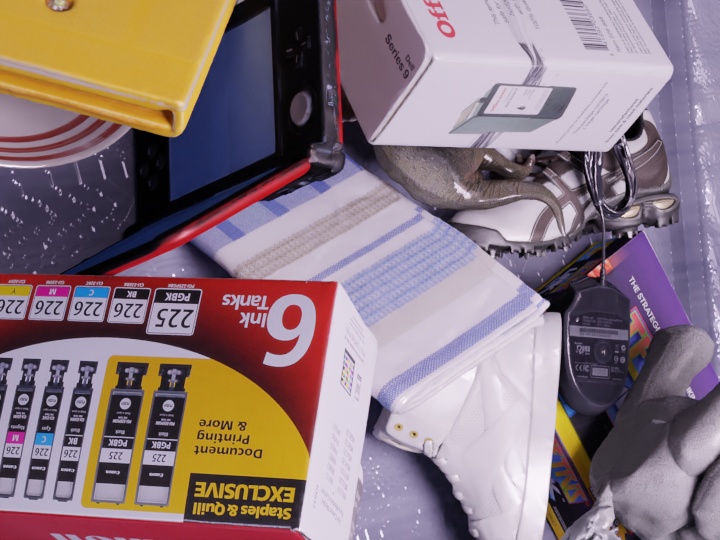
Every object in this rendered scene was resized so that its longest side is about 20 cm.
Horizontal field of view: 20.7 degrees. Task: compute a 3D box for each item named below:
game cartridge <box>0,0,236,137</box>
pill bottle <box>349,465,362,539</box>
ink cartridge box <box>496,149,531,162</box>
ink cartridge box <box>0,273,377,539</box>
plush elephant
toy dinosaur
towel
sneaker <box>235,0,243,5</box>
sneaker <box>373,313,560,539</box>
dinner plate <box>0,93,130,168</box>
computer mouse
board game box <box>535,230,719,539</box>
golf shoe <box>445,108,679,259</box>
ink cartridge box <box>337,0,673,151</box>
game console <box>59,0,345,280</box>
[{"bbox_3d":[-0.154,-0.171,1.109,0.175,0.033,0.201,15,48,3],"label":"game cartridge"},{"bbox_3d":[-0.060,0.146,1.083,0.113,0.114,0.201,25,64,-31],"label":"pill bottle"},{"bbox_3d":[0.094,-0.159,1.394,0.200,0.050,0.163,49,52,-39],"label":"ink cartridge box"},{"bbox_3d":[-0.105,0.098,1.007,0.084,0.199,0.177,58,37,-61],"label":"ink cartridge box"},{"bbox_3d":[0.232,0.154,1.267,0.155,0.165,0.200,43,75,-18],"label":"plush elephant"},{"bbox_3d":[0.046,-0.076,1.264,0.102,0.077,0.200,-22,67,-43],"label":"toy dinosaur"},{"bbox_3d":[0.000,0.000,1.209,0.200,0.024,0.147,38,47,24],"label":"towel"},{"bbox_3d":[-0.072,-0.150,1.223,0.083,0.077,0.201,-2,96,-36],"label":"sneaker"},{"bbox_3d":[0.065,0.122,1.270,0.115,0.074,0.201,3,102,2],"label":"sneaker"},{"bbox_3d":[-0.212,-0.138,1.121,0.199,0.024,0.201,16,52,-21],"label":"dinner plate"},{"bbox_3d":[0.152,-0.004,1.309,0.058,0.034,0.201,9,82,-31],"label":"computer mouse"},{"bbox_3d":[0.179,0.098,1.374,0.165,0.057,0.201,-35,101,-37],"label":"board game box"},{"bbox_3d":[0.130,-0.061,1.349,0.199,0.078,0.095,-14,103,-37],"label":"golf shoe"},{"bbox_3d":[0.074,-0.156,1.235,0.199,0.084,0.146,-1,53,-36],"label":"ink cartridge box"},{"bbox_3d":[-0.111,-0.070,1.096,0.118,0.200,0.174,7,74,-36],"label":"game console"}]
